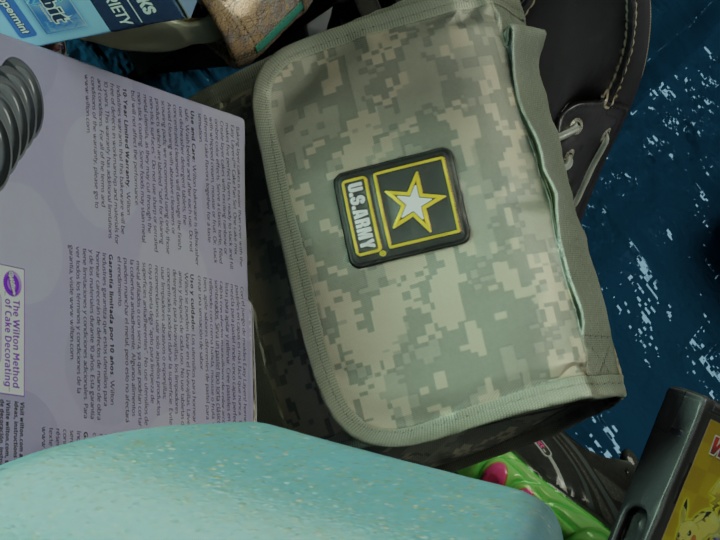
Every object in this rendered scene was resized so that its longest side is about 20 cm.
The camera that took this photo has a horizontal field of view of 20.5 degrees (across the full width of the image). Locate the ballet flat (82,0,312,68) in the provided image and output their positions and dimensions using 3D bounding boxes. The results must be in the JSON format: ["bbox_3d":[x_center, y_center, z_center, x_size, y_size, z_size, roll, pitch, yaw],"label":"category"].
[{"bbox_3d":[-0.114,-0.127,0.792,0.067,0.200,0.068,-62,153,-19],"label":"ballet flat"}]

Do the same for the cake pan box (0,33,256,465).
[{"bbox_3d":[-0.106,0.028,0.652,0.184,0.052,0.200,11,72,-53],"label":"cake pan box"}]

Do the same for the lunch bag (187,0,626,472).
[{"bbox_3d":[0.000,0.000,0.768,0.117,0.200,0.164,4,66,-47],"label":"lunch bag"}]

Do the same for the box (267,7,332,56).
[{"bbox_3d":[0.034,-0.045,0.936,0.144,0.036,0.200,3,66,-36],"label":"box"}]

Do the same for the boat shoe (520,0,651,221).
[{"bbox_3d":[0.076,-0.048,0.813,0.073,0.200,0.063,9,35,-10],"label":"boat shoe"}]

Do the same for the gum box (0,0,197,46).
[{"bbox_3d":[-0.132,-0.144,0.713,0.045,0.200,0.170,58,35,-40],"label":"gum box"}]

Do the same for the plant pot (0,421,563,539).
[{"bbox_3d":[-0.033,0.149,0.550,0.200,0.196,0.197,-42,133,-43],"label":"plant pot"}]

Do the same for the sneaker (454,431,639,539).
[{"bbox_3d":[0.121,0.127,0.890,0.200,0.077,0.084,46,46,-15],"label":"sneaker"}]

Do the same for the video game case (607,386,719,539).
[{"bbox_3d":[0.157,0.162,0.775,0.200,0.025,0.181,26,85,-34],"label":"video game case"}]

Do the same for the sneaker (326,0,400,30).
[{"bbox_3d":[0.050,-0.116,0.836,0.099,0.200,0.071,-10,68,-29],"label":"sneaker"}]

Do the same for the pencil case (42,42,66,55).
[{"bbox_3d":[-0.145,-0.005,0.741,0.078,0.089,0.200,7,64,-28],"label":"pencil case"}]

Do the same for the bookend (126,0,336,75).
[{"bbox_3d":[-0.044,-0.217,0.840,0.200,0.199,0.092,62,29,5],"label":"bookend"}]
